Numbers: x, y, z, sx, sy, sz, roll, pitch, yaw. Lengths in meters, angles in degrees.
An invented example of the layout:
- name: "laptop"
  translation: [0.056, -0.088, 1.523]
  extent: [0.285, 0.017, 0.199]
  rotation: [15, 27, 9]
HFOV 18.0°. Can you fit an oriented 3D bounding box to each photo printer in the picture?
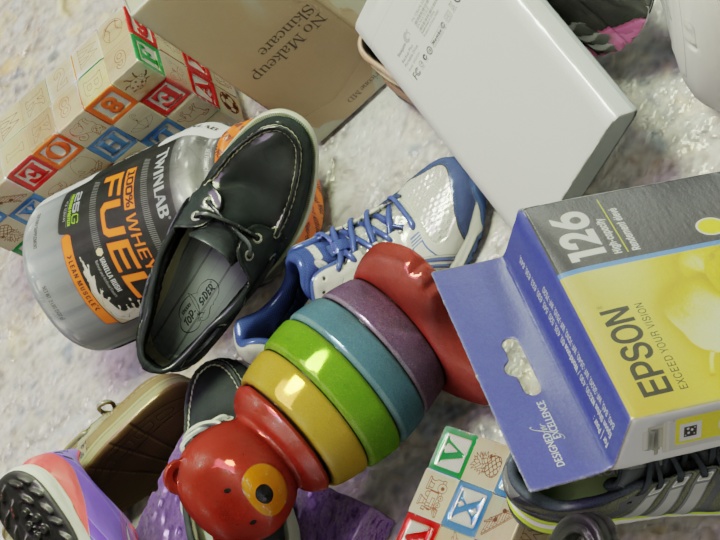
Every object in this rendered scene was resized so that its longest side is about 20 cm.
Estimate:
- name: "photo printer"
  translation: [0.207, -0.207, 1.365]
  extent: [0.069, 0.167, 0.201]
  rotation: [-12, 54, 5]

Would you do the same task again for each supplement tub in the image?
- name: "supplement tub"
  translation: [-0.131, -0.028, 1.608]
  extent: [0.199, 0.122, 0.123]
  rotation: [-24, 53, 32]

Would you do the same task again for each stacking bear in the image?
- name: "stacking bear"
  translation: [-0.029, 0.088, 1.406]
  extent: [0.200, 0.122, 0.114]
  rotation: [-41, 25, -15]

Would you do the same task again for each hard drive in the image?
- name: "hard drive"
  translation: [0.081, -0.128, 1.440]
  extent: [0.200, 0.027, 0.132]
  rotation: [54, 140, 21]

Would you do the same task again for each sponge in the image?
- name: "sponge"
  translation: [-0.073, 0.182, 1.506]
  extent: [0.199, 0.030, 0.112]
  rotation: [18, 80, 48]

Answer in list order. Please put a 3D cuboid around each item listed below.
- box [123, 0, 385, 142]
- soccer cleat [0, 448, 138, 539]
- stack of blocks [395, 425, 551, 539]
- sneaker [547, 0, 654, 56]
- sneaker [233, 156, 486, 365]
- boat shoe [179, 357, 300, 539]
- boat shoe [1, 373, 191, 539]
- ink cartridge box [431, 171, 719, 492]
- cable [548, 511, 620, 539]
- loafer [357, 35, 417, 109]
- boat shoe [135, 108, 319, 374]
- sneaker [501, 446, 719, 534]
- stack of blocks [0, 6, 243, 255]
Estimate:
- name: "box"
  translation: [-0.071, -0.182, 1.580]
  extent: [0.095, 0.200, 0.078]
  rotation: [-42, 45, 18]
- name: "soccer cleat"
  translation: [-0.161, 0.205, 1.513]
  extent: [0.068, 0.073, 0.200]
  rotation: [-40, 84, 35]
- name: "stack of blocks"
  translation: [0.047, 0.199, 1.361]
  extent: [0.115, 0.058, 0.201]
  rotation: [17, 79, 46]
- name: "sneaker"
  translation: [0.127, -0.198, 1.478]
  extent: [0.087, 0.080, 0.200]
  rotation: [-57, 29, -11]
- name: "sneaker"
  translation: [0.000, 0.000, 1.497]
  extent: [0.200, 0.088, 0.075]
  rotation: [-51, 42, 7]
- name: "boat shoe"
  translation: [-0.085, 0.129, 1.481]
  extent: [0.076, 0.060, 0.201]
  rotation: [-38, 45, 19]
- name: "boat shoe"
  translation: [-0.187, 0.138, 1.604]
  extent: [0.200, 0.073, 0.063]
  rotation: [-47, 47, 14]
- name: "ink cartridge box"
  translation: [0.159, 0.025, 1.263]
  extent: [0.199, 0.047, 0.198]
  rotation: [-10, 39, -11]
- name: "cable"
  translation: [0.109, 0.228, 1.264]
  extent: [0.097, 0.050, 0.201]
  rotation: [15, 96, 58]
- name: "loafer"
  translation: [0.074, -0.123, 1.511]
  extent: [0.200, 0.063, 0.072]
  rotation: [22, 90, 48]
- name: "boat shoe"
  translation: [-0.093, -0.014, 1.492]
  extent: [0.200, 0.074, 0.066]
  rotation: [-53, -1, 18]
- name: "sneaker"
  translation: [0.169, 0.105, 1.254]
  extent: [0.199, 0.081, 0.074]
  rotation: [-16, 79, 14]
- name: "stack of blocks"
  translation: [-0.199, -0.092, 1.702]
  extent: [0.200, 0.115, 0.059]
  rotation: [-38, 48, 22]
